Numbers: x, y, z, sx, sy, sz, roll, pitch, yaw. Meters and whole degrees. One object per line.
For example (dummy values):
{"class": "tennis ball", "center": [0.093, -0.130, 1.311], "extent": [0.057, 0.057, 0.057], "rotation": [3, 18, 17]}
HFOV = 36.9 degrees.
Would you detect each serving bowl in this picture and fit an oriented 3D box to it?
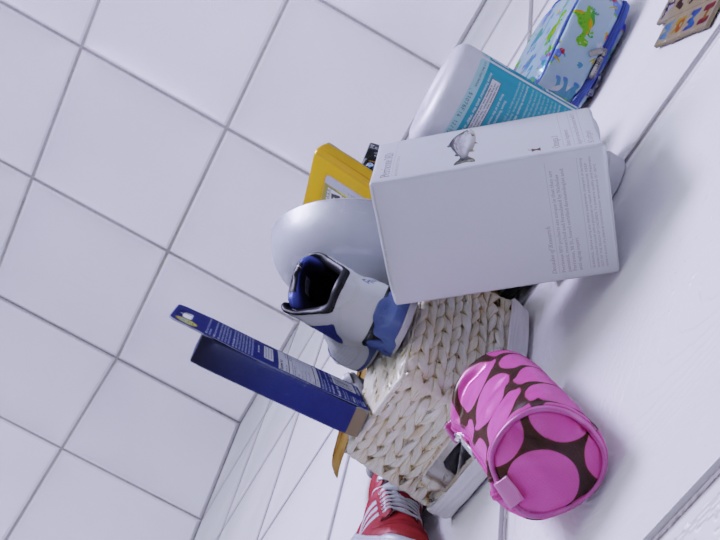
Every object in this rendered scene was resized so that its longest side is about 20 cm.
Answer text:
{"class": "serving bowl", "center": [0.000, 0.000, 1.135], "extent": [0.200, 0.197, 0.067], "rotation": [130, 149, -62]}

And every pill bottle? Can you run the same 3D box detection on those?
{"class": "pill bottle", "center": [0.154, -0.126, 1.047], "extent": [0.112, 0.198, 0.111], "rotation": [-60, 5, 10]}

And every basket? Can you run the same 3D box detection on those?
{"class": "basket", "center": [0.076, 0.109, 1.044], "extent": [0.136, 0.122, 0.201], "rotation": [-58, 8, 35]}

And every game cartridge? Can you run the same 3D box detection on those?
{"class": "game cartridge", "center": [0.009, -0.033, 1.323], "extent": [0.032, 0.199, 0.178], "rotation": [-31, -33, -43]}

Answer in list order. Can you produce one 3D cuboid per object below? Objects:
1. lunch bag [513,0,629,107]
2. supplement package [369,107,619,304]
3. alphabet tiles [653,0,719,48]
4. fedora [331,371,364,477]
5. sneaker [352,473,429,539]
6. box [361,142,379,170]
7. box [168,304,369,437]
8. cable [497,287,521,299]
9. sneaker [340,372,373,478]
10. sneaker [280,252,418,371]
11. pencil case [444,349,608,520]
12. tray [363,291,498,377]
{"class": "lunch bag", "center": [0.260, -0.277, 1.367], "extent": [0.162, 0.082, 0.200], "rotation": [-63, 6, -1]}
{"class": "supplement package", "center": [0.118, -0.058, 0.954], "extent": [0.117, 0.197, 0.119], "rotation": [-78, -23, -65]}
{"class": "alphabet tiles", "center": [0.353, -0.304, 1.066], "extent": [0.168, 0.006, 0.200], "rotation": [-62, 6, 0]}
{"class": "fedora", "center": [0.024, 0.174, 1.362], "extent": [0.201, 0.081, 0.203], "rotation": [-162, 90, -89]}
{"class": "sneaker", "center": [0.041, 0.232, 1.054], "extent": [0.200, 0.071, 0.114], "rotation": [131, 163, -72]}
{"class": "box", "center": [0.083, -0.081, 1.438], "extent": [0.194, 0.197, 0.048], "rotation": [-72, -3, -50]}
{"class": "box", "center": [-0.091, 0.091, 1.009], "extent": [0.033, 0.198, 0.121], "rotation": [-63, 6, 1]}
{"class": "cable", "center": [0.162, -0.004, 1.149], "extent": [0.098, 0.050, 0.200], "rotation": [-63, 6, -17]}
{"class": "sneaker", "center": [0.024, 0.165, 1.166], "extent": [0.200, 0.074, 0.083], "rotation": [69, 179, -63]}
{"class": "sneaker", "center": [-0.019, 0.032, 1.046], "extent": [0.081, 0.114, 0.199], "rotation": [-63, 5, -15]}
{"class": "pencil case", "center": [0.119, 0.123, 0.818], "extent": [0.093, 0.092, 0.200], "rotation": [-27, 5, -1]}
{"class": "tray", "center": [0.075, 0.065, 1.203], "extent": [0.200, 0.037, 0.099], "rotation": [-43, 37, 35]}
